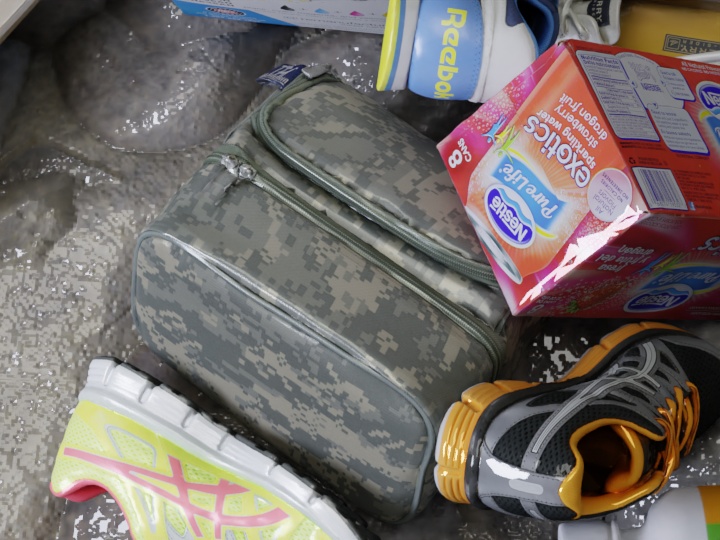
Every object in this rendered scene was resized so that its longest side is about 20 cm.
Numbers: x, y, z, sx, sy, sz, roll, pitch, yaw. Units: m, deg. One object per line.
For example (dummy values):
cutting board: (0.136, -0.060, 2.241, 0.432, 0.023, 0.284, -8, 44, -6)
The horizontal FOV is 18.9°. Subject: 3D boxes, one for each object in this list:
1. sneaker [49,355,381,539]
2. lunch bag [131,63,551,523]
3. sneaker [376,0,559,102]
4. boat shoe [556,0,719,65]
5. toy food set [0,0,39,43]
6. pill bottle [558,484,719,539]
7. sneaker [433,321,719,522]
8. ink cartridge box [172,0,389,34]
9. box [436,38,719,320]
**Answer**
sneaker: (-0.073, 0.128, 1.102, 0.200, 0.078, 0.090, 30, 82, 20)
lunch bag: (0.000, 0.000, 1.111, 0.200, 0.140, 0.168, 33, 58, 14)
sneaker: (0.064, -0.133, 1.103, 0.082, 0.074, 0.200, 10, 28, 9)
boat shoe: (0.132, -0.132, 1.177, 0.199, 0.070, 0.071, 9, 69, 11)
toy food set: (-0.217, -0.147, 1.209, 0.143, 0.060, 0.200, 27, 71, 41)
pill bottle: (0.197, 0.158, 1.043, 0.199, 0.111, 0.111, -3, 69, 3)
sneaker: (0.126, 0.081, 1.056, 0.077, 0.079, 0.200, 17, 26, 42)
ink cartridge box: (-0.036, -0.217, 1.138, 0.147, 0.200, 0.145, 6, 86, 7)
box: (0.146, -0.040, 1.072, 0.095, 0.200, 0.100, -39, 65, 34)
